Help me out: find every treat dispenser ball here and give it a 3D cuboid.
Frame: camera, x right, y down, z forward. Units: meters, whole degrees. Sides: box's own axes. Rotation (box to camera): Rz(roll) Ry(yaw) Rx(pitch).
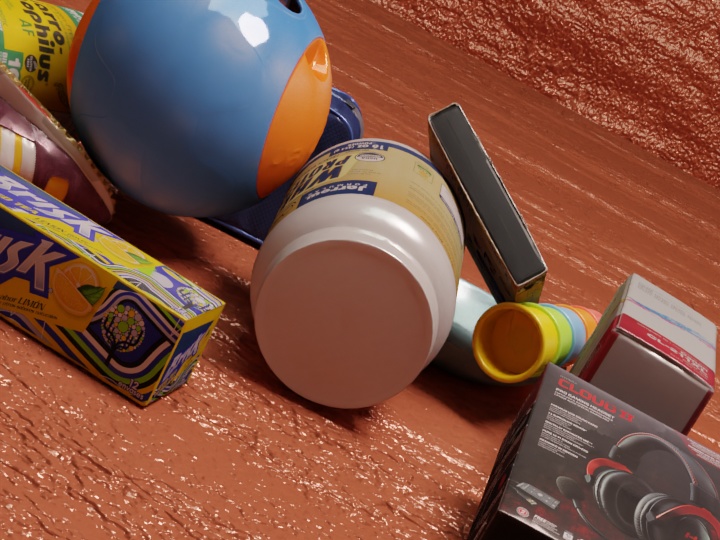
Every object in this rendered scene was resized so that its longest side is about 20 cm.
[{"bbox_3d":[-0.121,-0.141,1.304,0.200,0.202,0.201,26,15,-7],"label":"treat dispenser ball"}]

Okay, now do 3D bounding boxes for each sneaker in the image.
[{"bbox_3d":[-0.263,-0.090,1.251,0.200,0.090,0.075,49,-5,-28],"label":"sneaker"}]

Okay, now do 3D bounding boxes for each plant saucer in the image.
[{"bbox_3d":[0.074,0.048,1.430,0.200,0.039,0.201,27,15,-8],"label":"plant saucer"}]

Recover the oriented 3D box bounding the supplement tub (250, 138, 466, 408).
[{"bbox_3d":[0.000,0.000,1.234,0.144,0.145,0.200,26,22,-4],"label":"supplement tub"}]

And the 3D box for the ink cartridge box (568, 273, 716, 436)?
[{"bbox_3d":[0.188,0.098,1.254,0.082,0.146,0.200,31,16,5],"label":"ink cartridge box"}]

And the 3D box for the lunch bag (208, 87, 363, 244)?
[{"bbox_3d":[-0.087,-0.112,1.482,0.199,0.137,0.132,26,15,-4],"label":"lunch bag"}]

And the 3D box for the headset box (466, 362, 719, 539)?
[{"bbox_3d":[0.151,0.153,1.067,0.148,0.075,0.200,29,30,2],"label":"headset box"}]

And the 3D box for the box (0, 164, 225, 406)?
[{"bbox_3d":[-0.189,0.001,1.077,0.199,0.065,0.070,30,15,11],"label":"box"}]

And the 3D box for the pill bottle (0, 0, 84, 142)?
[{"bbox_3d":[-0.264,-0.157,1.367,0.113,0.113,0.199,37,17,31],"label":"pill bottle"}]

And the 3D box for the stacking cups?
[{"bbox_3d":[0.155,0.054,1.369,0.060,0.061,0.200,34,15,24],"label":"stacking cups"}]

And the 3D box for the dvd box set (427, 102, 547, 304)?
[{"bbox_3d":[0.098,-0.039,1.364,0.147,0.029,0.200,62,-2,11],"label":"dvd box set"}]
